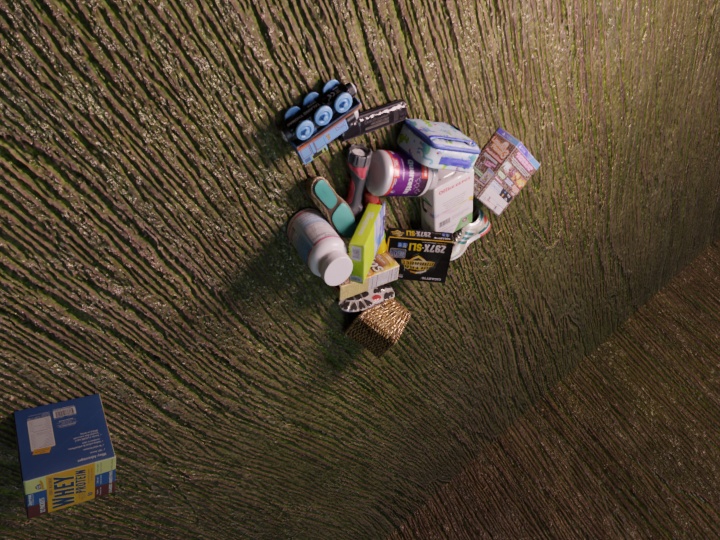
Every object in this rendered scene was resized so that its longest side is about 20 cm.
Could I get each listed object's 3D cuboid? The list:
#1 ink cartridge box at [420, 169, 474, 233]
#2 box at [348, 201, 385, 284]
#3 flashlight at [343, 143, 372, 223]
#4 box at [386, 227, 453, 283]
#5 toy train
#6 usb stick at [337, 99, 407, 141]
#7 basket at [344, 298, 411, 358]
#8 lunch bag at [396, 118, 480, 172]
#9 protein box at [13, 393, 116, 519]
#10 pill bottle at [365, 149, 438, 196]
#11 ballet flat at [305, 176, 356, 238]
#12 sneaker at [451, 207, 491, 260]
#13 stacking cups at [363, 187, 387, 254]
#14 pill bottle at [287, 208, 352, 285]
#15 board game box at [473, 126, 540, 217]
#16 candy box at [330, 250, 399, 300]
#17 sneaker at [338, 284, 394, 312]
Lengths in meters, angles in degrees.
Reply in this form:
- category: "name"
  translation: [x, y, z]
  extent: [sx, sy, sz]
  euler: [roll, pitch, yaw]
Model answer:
- category: "ink cartridge box"
  translation: [0.251, -0.207, 1.697]
  extent: [0.142, 0.084, 0.204]
  euler: [-27, 139, -16]
- category: "box"
  translation: [0.018, -0.079, 1.510]
  extent: [0.203, 0.046, 0.125]
  euler: [-66, 163, -47]
- category: "flashlight"
  translation: [-0.020, -0.219, 1.486]
  extent: [0.066, 0.069, 0.204]
  euler: [-6, 134, -24]
- category: "box"
  translation: [0.169, -0.043, 1.729]
  extent: [0.192, 0.050, 0.163]
  euler: [5, 130, -1]
- category: "toy train"
  translation: [-0.086, -0.337, 1.307]
  extent: [0.197, 0.087, 0.115]
  euler: [-36, 146, -5]
- category: "usb stick"
  translation: [0.028, -0.366, 1.414]
  extent: [0.195, 0.033, 0.057]
  euler: [-24, 129, -21]
- category: "basket"
  translation: [0.056, 0.157, 1.816]
  extent: [0.145, 0.147, 0.201]
  euler: [-57, 180, -26]
- category: "lunch bag"
  translation: [0.205, -0.320, 1.498]
  extent: [0.195, 0.162, 0.084]
  euler: [-1, 128, -37]
- category: "protein box"
  translation: [-0.707, 0.436, 1.392]
  extent: [0.193, 0.201, 0.138]
  euler: [-7, 131, -34]
- category: "pill bottle"
  translation: [0.110, -0.252, 1.519]
  extent: [0.195, 0.113, 0.115]
  euler: [-5, 129, -36]
- category: "ballet flat"
  translation: [-0.075, -0.165, 1.472]
  extent: [0.071, 0.065, 0.202]
  euler: [-44, 130, -14]
- category: "sneaker"
  translation: [0.324, -0.121, 1.862]
  extent: [0.198, 0.071, 0.094]
  euler: [-38, 123, -1]
- category: "stacking cups"
  translation: [0.039, -0.136, 1.603]
  extent: [0.059, 0.061, 0.204]
  euler: [-26, 138, -17]
- category: "pill bottle"
  translation: [-0.099, -0.057, 1.452]
  extent: [0.106, 0.201, 0.111]
  euler: [-21, 137, -20]
- category: "board game box"
  translation: [0.418, -0.292, 1.748]
  extent: [0.158, 0.097, 0.202]
  euler: [25, 108, -48]
- category: "candy box"
  translation: [0.000, 0.000, 1.651]
  extent: [0.195, 0.116, 0.057]
  euler: [-20, 138, -24]
- category: "sneaker"
  translation: [0.018, 0.104, 1.794]
  extent: [0.194, 0.082, 0.085]
  euler: [-8, 142, -31]
